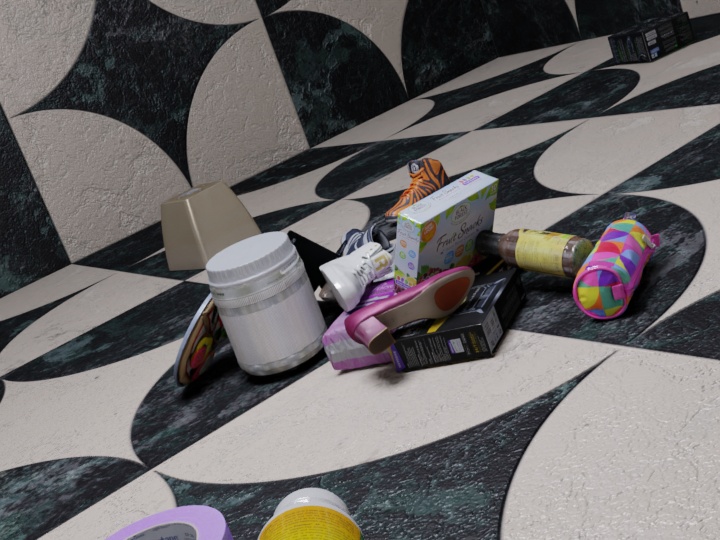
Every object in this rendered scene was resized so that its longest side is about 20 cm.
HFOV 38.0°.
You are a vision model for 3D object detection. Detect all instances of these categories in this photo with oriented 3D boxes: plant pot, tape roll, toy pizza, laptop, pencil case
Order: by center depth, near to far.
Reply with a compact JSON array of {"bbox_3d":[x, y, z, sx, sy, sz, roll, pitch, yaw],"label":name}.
[{"bbox_3d":[-0.226,0.338,1.127,0.198,0.066,0.200,-20,14,5],"label":"tape roll"},{"bbox_3d":[0.364,-0.007,1.484,0.087,0.089,0.200,-11,20,33],"label":"pencil case"},{"bbox_3d":[-0.257,0.112,1.790,0.031,0.202,0.200,25,28,8],"label":"toy pizza"},{"bbox_3d":[-0.121,0.007,1.875,0.178,0.103,0.200,-52,4,14],"label":"laptop"},{"bbox_3d":[-0.409,-0.125,2.734,0.199,0.179,0.199,-32,20,-37],"label":"plant pot"}]

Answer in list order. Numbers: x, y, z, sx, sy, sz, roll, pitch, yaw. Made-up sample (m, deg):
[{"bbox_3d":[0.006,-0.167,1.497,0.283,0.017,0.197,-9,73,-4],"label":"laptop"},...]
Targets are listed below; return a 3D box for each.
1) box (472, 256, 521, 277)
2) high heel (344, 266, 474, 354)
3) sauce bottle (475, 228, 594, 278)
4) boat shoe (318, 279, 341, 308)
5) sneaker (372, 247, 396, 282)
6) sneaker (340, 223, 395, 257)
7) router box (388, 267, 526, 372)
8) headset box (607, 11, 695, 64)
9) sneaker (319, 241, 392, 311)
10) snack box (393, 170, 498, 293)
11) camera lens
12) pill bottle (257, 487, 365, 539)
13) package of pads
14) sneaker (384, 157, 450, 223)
[{"bbox_3d":[0.168,0.007,1.762,0.198,0.050,0.159,-8,18,40],"label":"box"},{"bbox_3d":[0.068,0.041,1.516,0.198,0.068,0.096,-30,33,-14],"label":"high heel"},{"bbox_3d":[0.261,-0.031,1.593,0.198,0.066,0.064,13,35,45],"label":"sauce bottle"},{"bbox_3d":[-0.026,0.031,1.861,0.075,0.073,0.200,-54,6,6],"label":"boat shoe"},{"bbox_3d":[0.058,-0.020,1.955,0.114,0.076,0.200,-19,16,18],"label":"sneaker"},{"bbox_3d":[0.015,-0.054,2.068,0.108,0.070,0.201,-43,15,20],"label":"sneaker"},{"bbox_3d":[0.146,0.072,1.557,0.155,0.053,0.200,-13,17,29],"label":"router box"},{"bbox_3d":[0.864,-0.693,3.127,0.172,0.094,0.200,-26,16,-15],"label":"headset box"},{"bbox_3d":[0.000,0.000,1.672,0.114,0.074,0.200,-27,14,-2],"label":"sneaker"},{"bbox_3d":[0.134,-0.056,1.631,0.053,0.144,0.199,25,39,34],"label":"snack box"},{"bbox_3d":[-0.151,0.058,1.709,0.158,0.202,0.160,-18,18,6],"label":"camera lens"},{"bbox_3d":[-0.046,0.287,0.971,0.111,0.114,0.200,-20,15,3],"label":"pill bottle"},{"bbox_3d":[0.032,0.079,1.645,0.119,0.077,0.200,-10,19,26],"label":"package of pads"},{"bbox_3d":[0.118,-0.188,2.367,0.199,0.113,0.077,-32,19,-35],"label":"sneaker"}]
